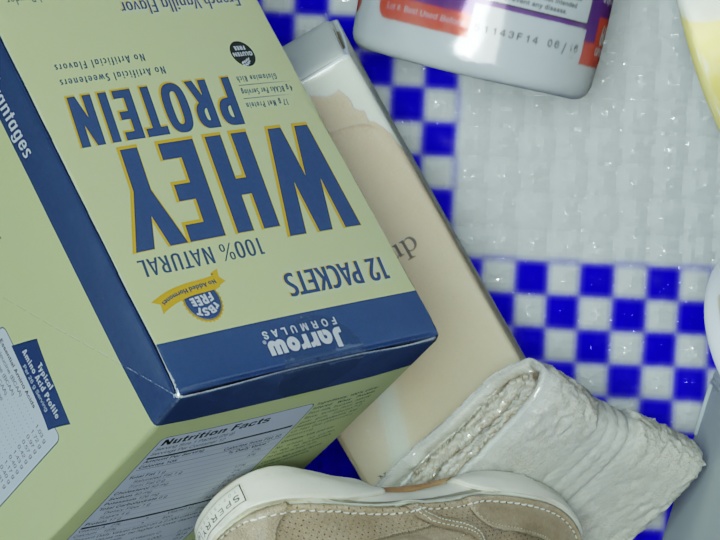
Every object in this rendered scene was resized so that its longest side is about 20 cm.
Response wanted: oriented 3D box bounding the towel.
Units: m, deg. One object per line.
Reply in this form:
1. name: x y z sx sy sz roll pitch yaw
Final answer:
1. towel: 0.050 0.125 1.174 0.200 0.035 0.132 -45 138 19

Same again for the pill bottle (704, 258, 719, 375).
1. pill bottle: 0.241 -0.009 1.034 0.120 0.120 0.200 44 131 -4

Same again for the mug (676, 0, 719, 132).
1. mug: 0.225 -0.117 1.127 0.152 0.187 0.150 -16 64 -7

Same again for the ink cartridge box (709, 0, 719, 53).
1. ink cartridge box: 0.245 -0.122 1.198 0.173 0.044 0.201 -12 96 3

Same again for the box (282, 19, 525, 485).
1. box: 0.000 0.000 1.173 0.095 0.078 0.201 -30 107 4

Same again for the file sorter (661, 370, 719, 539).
1. file sorter: 0.197 0.167 1.182 0.124 0.139 0.201 16 96 -4

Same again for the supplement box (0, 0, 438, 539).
1. supplement box: -0.110 0.006 1.057 0.200 0.134 0.201 -45 66 42

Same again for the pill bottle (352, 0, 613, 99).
1. pill bottle: 0.071 -0.184 1.156 0.111 0.111 0.201 13 96 -1

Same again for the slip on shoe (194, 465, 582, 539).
1. slip on shoe: 0.022 0.123 1.077 0.076 0.199 0.061 -50 51 24
